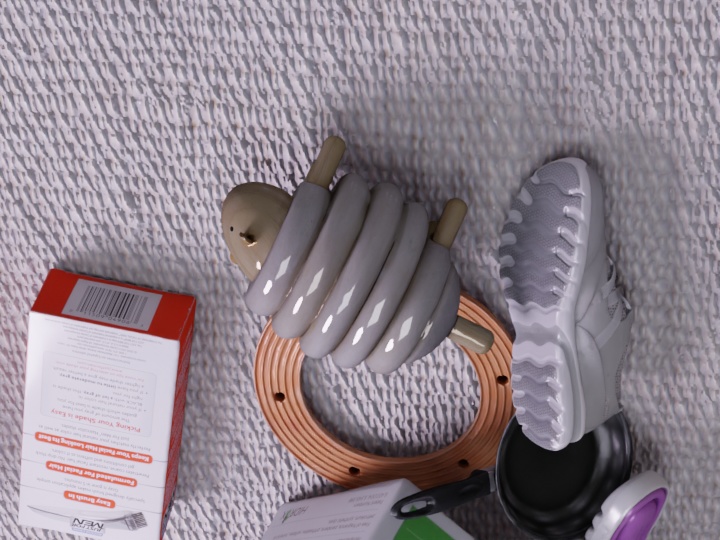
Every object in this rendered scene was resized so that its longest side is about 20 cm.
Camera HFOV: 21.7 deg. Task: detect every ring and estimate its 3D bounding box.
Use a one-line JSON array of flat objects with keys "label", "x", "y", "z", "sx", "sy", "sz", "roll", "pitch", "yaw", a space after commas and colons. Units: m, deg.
[{"label": "ring", "x": 0.022, "y": 0.081, "z": 1.346, "sx": 0.200, "sy": 0.019, "sz": 0.201, "roll": 6, "pitch": 124, "yaw": 8}]

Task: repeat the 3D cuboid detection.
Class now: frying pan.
[{"label": "frying pan", "x": 0.112, "y": 0.154, "z": 1.306, "sx": 0.190, "sy": 0.031, "sz": 0.115, "roll": -35, "pitch": 110, "yaw": -19}]

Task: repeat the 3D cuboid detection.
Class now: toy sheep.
[{"label": "toy sheep", "x": 0.000, "y": 0.000, "z": 1.226, "sx": 0.200, "sy": 0.138, "sz": 0.138, "roll": 25, "pitch": 123, "yaw": -3}]

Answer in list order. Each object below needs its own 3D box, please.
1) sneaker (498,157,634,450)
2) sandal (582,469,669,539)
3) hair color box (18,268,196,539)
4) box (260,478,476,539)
[{"label": "sneaker", "x": 0.144, "y": 0.017, "z": 1.262, "sx": 0.075, "sy": 0.082, "sz": 0.200, "roll": 27, "pitch": 124, "yaw": 48}, {"label": "sandal", "x": 0.185, "y": 0.227, "z": 1.352, "sx": 0.050, "sy": 0.082, "sz": 0.203, "roll": 44, "pitch": 147, "yaw": 32}, {"label": "hair color box", "x": -0.187, "y": 0.104, "z": 1.376, "sx": 0.111, "sy": 0.064, "sz": 0.200, "roll": 11, "pitch": 122, "yaw": 2}, {"label": "box", "x": 0.017, "y": 0.280, "z": 1.341, "sx": 0.199, "sy": 0.171, "sz": 0.200, "roll": 40, "pitch": 153, "yaw": -15}]
